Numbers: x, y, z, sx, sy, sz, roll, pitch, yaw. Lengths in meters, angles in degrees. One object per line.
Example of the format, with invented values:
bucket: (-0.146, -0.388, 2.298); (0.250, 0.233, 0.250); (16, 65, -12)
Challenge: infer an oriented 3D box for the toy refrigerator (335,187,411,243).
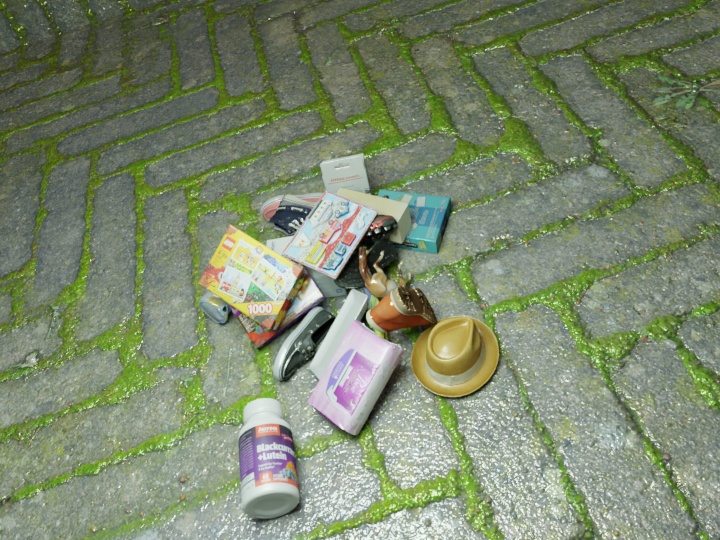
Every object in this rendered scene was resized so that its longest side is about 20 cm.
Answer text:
toy refrigerator: (0.026, -0.139, 1.538); (0.195, 0.077, 0.071); (17, 56, 27)

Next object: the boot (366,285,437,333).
boot: (0.089, 0.091, 1.323); (0.106, 0.198, 0.077); (-36, 62, 22)

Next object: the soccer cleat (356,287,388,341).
soccer cleat: (0.038, 0.125, 1.383); (0.082, 0.065, 0.205); (8, 51, -35)

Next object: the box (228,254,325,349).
box: (-0.196, 0.066, 1.435); (0.198, 0.039, 0.138); (-37, 79, 2)

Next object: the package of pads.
package of pads: (-0.008, 0.217, 1.268); (0.119, 0.076, 0.204); (27, 83, 33)

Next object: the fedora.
fedora: (0.195, 0.160, 1.297); (0.193, 0.083, 0.205); (-7, 49, 8)

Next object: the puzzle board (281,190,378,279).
puzzle board: (-0.068, -0.087, 1.403); (0.147, 0.018, 0.202); (22, 62, 21)

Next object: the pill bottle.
pill bottle: (-0.182, 0.359, 1.207); (0.108, 0.113, 0.204); (-15, 48, 0)

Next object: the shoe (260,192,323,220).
shoe: (-0.176, -0.150, 1.664); (0.193, 0.073, 0.093); (-8, 45, 3)

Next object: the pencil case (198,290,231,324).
pencil case: (-0.316, 0.031, 1.534); (0.090, 0.083, 0.203); (-23, 30, 50)

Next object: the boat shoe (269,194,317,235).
boat shoe: (-0.138, -0.122, 1.560); (0.196, 0.075, 0.094); (17, 62, 34)

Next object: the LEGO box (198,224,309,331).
LEGO box: (-0.236, 0.018, 1.388); (0.196, 0.077, 0.152); (29, 87, 11)

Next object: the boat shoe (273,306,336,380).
boat shoe: (-0.123, 0.163, 1.389); (0.055, 0.070, 0.202); (17, 54, 26)

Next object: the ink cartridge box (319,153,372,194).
ink cartridge box: (-0.033, -0.226, 1.604); (0.112, 0.203, 0.069); (-9, 47, 5)

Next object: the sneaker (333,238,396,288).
sneaker: (0.000, 0.000, 1.466); (0.198, 0.087, 0.077); (-30, 87, -41)

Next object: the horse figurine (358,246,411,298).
horse figurine: (0.064, 0.025, 1.410); (0.050, 0.196, 0.136); (-36, 37, 42)

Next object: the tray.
tray: (-0.043, 0.140, 1.346); (0.204, 0.022, 0.107); (-61, 21, -4)

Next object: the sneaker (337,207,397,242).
sneaker: (-0.010, -0.114, 1.462); (0.194, 0.071, 0.101); (-11, 74, 17)

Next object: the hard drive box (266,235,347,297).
hard drive box: (-0.134, -0.008, 1.530); (0.193, 0.078, 0.159); (-10, 48, 6)

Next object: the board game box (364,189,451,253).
board game box: (0.121, -0.127, 1.584); (0.194, 0.048, 0.154); (9, 54, 21)
